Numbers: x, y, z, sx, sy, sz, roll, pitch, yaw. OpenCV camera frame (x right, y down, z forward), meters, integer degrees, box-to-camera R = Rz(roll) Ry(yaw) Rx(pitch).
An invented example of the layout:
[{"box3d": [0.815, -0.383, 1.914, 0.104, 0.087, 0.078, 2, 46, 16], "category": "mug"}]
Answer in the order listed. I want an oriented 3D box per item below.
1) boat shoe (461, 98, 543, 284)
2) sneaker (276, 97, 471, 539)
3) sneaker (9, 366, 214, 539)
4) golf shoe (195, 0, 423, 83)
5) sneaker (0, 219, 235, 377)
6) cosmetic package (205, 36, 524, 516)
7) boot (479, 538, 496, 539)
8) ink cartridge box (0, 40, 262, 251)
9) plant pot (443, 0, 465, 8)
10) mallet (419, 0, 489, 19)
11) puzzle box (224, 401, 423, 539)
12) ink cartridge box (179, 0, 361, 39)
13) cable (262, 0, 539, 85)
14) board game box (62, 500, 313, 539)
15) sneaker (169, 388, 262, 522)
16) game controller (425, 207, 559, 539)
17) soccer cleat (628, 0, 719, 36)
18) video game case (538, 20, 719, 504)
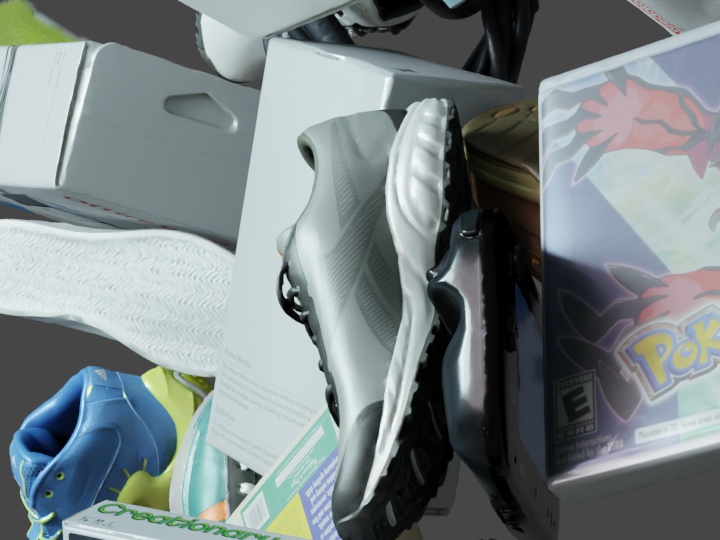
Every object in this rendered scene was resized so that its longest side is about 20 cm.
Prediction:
[{"box3d": [0.112, -0.009, 1.120, 0.200, 0.072, 0.068, 37, 140, 52], "category": "boat shoe"}, {"box3d": [0.002, 0.022, 1.107, 0.074, 0.079, 0.201, 72, -161, -57], "category": "sneaker"}, {"box3d": [-0.158, 0.131, 1.461, 0.201, 0.104, 0.076, -63, 29, 14], "category": "sneaker"}, {"box3d": [-0.018, -0.151, 1.403, 0.200, 0.077, 0.095, -46, 42, 35], "category": "golf shoe"}, {"box3d": [-0.104, 0.013, 1.466, 0.199, 0.115, 0.074, 15, 93, 25], "category": "sneaker"}, {"box3d": [0.000, 0.000, 1.236, 0.113, 0.081, 0.202, 26, 107, 55], "category": "cosmetic package"}, {"box3d": [0.016, 0.167, 1.168, 0.162, 0.073, 0.200, -44, 46, 44], "category": "boot"}, {"box3d": [-0.137, -0.068, 1.495, 0.200, 0.146, 0.087, 8, 82, 61], "category": "ink cartridge box"}, {"box3d": [0.046, -0.276, 1.138, 0.196, 0.200, 0.197, -38, 18, 52], "category": "plant pot"}, {"box3d": [0.032, -0.220, 1.254, 0.041, 0.066, 0.202, -9, 74, 19], "category": "mallet"}, {"box3d": [-0.037, 0.167, 1.165, 0.200, 0.025, 0.134, -51, 42, 33], "category": "puzzle box"}, {"box3d": [-0.054, -0.229, 1.219, 0.084, 0.145, 0.201, -15, 57, 48], "category": "ink cartridge box"}, {"box3d": [0.015, -0.142, 1.311, 0.162, 0.051, 0.202, 0, 84, 28], "category": "cable"}, {"box3d": [-0.032, 0.171, 1.086, 0.199, 0.035, 0.127, 8, 107, 33], "category": "board game box"}, {"box3d": [-0.048, 0.149, 1.303, 0.080, 0.071, 0.202, -16, 65, 51], "category": "sneaker"}, {"box3d": [0.061, 0.048, 1.076, 0.200, 0.042, 0.105, 55, -156, -71], "category": "game controller"}, {"box3d": [0.150, -0.190, 1.124, 0.068, 0.085, 0.202, -14, 62, 57], "category": "soccer cleat"}, {"box3d": [0.156, -0.019, 1.004, 0.199, 0.023, 0.183, -18, 56, 30], "category": "video game case"}]
